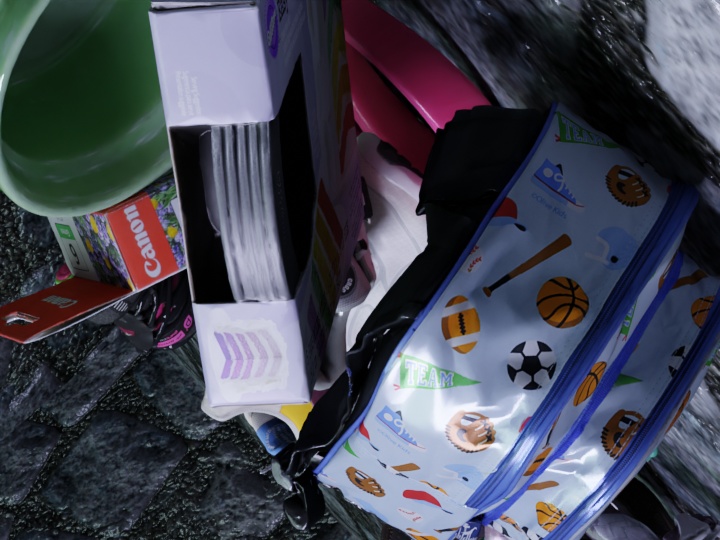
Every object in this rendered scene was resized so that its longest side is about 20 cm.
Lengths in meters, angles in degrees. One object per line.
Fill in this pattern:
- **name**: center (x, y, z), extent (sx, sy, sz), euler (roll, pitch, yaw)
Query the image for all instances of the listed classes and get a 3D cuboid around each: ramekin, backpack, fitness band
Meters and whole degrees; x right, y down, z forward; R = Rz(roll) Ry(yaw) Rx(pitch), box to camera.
- **ramekin**: center (-0.141, -0.136, 1.356), extent (0.098, 0.200, 0.200), euler (39, 169, 26)
- **backpack**: center (0.068, 0.027, 1.126), extent (0.154, 0.200, 0.191), euler (26, 160, 6)
- **fitness band**: center (0.014, -0.094, 1.350), extent (0.144, 0.037, 0.200), euler (48, 173, -1)

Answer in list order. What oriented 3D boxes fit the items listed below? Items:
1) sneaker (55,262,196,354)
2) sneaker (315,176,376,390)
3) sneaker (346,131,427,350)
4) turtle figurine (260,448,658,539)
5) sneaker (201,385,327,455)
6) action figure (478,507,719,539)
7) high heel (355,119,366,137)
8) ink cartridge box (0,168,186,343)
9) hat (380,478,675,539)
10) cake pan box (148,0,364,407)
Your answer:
- **sneaker**: center (-0.129, 0.008, 1.638), extent (0.084, 0.077, 0.200), euler (54, -171, 0)
- **sneaker**: center (-0.023, -0.027, 1.322), extent (0.088, 0.074, 0.201), euler (43, 146, 37)
- **sneaker**: center (0.000, 0.000, 1.422), extent (0.075, 0.081, 0.200), euler (43, 157, 19)
- **turtle figurine**: center (0.056, 0.096, 1.457), extent (0.150, 0.199, 0.101), euler (54, 148, 29)
- **sneaker**: center (-0.021, 0.073, 1.579), extent (0.075, 0.090, 0.200), euler (26, 179, 43)
- **action figure**: center (0.159, 0.165, 1.520), extent (0.199, 0.070, 0.130), euler (17, 143, 13)
- **high heel**: center (0.038, -0.008, 1.506), extent (0.201, 0.067, 0.096), euler (63, -176, -11)
- **ink cartridge box**: center (-0.120, -0.028, 1.460), extent (0.109, 0.199, 0.051), euler (10, 124, 65)
- **hat**: center (0.113, 0.171, 1.615), extent (0.201, 0.200, 0.081), euler (46, 156, 12)
- **cake pan box**: center (-0.042, -0.063, 1.156), extent (0.200, 0.052, 0.185), euler (-72, -24, -64)
